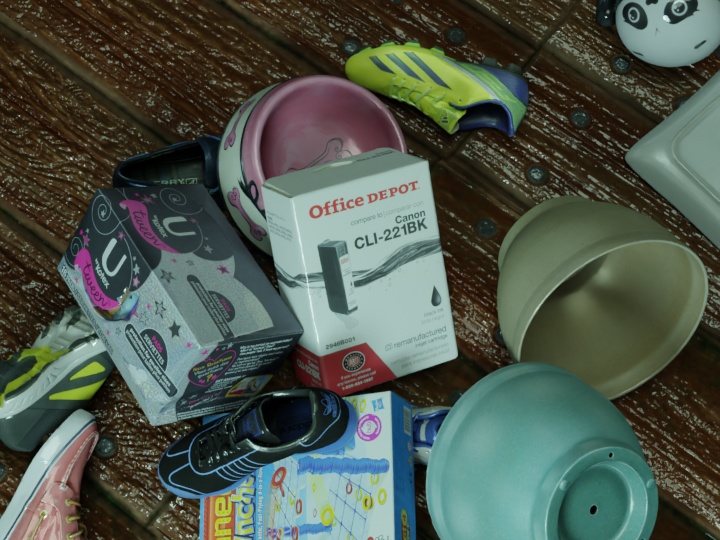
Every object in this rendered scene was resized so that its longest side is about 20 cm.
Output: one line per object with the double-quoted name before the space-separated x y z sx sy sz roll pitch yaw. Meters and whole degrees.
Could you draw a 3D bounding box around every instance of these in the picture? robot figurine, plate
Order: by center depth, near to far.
"plate" 0.416 -0.118 1.410 0.200 0.032 0.200 -40 74 -15
"robot figurine" 0.337 -0.318 1.434 0.124 0.150 0.201 14 68 -9

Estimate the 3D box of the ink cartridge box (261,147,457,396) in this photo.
"ink cartridge box" 0.000 0.000 1.260 0.144 0.084 0.201 -17 107 -21

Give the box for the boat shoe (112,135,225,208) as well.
"boat shoe" -0.154 -0.099 1.371 0.199 0.069 0.085 -18 70 -8

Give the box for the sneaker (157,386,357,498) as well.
"sneaker" -0.104 0.148 1.193 0.199 0.078 0.071 -22 63 16

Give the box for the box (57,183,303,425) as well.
"box" -0.172 0.026 1.255 0.132 0.115 0.200 -6 50 -46

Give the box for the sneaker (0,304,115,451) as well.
"sneaker" -0.282 0.098 1.297 0.074 0.085 0.200 27 46 37

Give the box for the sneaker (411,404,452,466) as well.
"sneaker" 0.051 0.151 1.270 0.198 0.088 0.076 4 71 2

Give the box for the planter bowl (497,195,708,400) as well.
"planter bowl" 0.213 0.012 1.285 0.199 0.201 0.135 -21 44 -9

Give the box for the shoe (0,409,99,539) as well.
"shoe" -0.280 0.235 1.243 0.091 0.072 0.201 29 76 8

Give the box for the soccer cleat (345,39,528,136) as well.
"soccer cleat" 0.079 -0.189 1.413 0.199 0.065 0.084 10 71 2

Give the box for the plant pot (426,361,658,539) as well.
"plant pot" 0.177 0.194 1.179 0.199 0.134 0.202 -5 102 -26

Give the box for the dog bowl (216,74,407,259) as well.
"dog bowl" -0.040 -0.105 1.338 0.199 0.074 0.202 5 77 -20

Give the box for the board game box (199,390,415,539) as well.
"board game box" -0.049 0.222 1.217 0.195 0.056 0.201 -10 67 21
